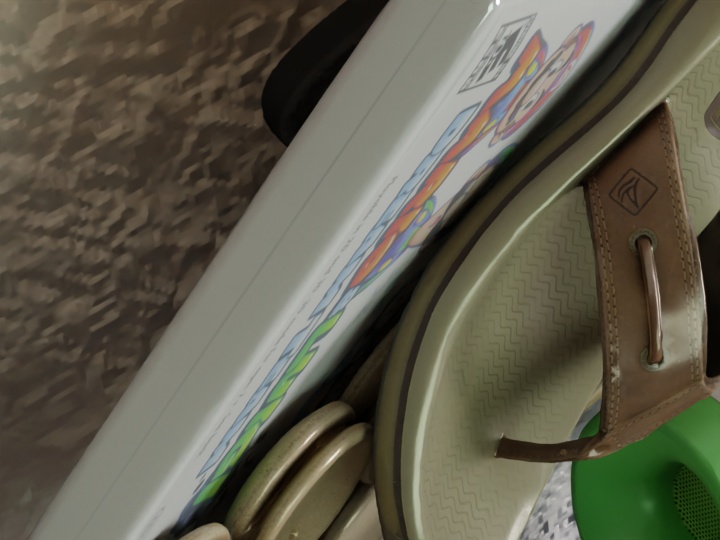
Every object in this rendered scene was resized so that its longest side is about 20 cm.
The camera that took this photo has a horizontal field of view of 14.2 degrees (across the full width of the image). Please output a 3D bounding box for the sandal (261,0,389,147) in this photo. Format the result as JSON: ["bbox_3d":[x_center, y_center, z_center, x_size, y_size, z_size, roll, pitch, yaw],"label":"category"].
[{"bbox_3d":[0.038,-0.096,0.722,0.200,0.045,0.075,-44,166,-28],"label":"sandal"}]

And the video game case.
[{"bbox_3d":[0.000,0.000,0.693,0.200,0.024,0.182,-55,169,21],"label":"video game case"}]

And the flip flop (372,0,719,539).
[{"bbox_3d":[0.075,-0.003,0.704,0.200,0.058,0.081,-50,144,-6],"label":"flip flop"}]

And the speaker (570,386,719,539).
[{"bbox_3d":[0.159,0.041,0.845,0.200,0.088,0.089,-21,135,-32],"label":"speaker"}]

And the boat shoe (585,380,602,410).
[{"bbox_3d":[0.095,-0.041,0.777,0.200,0.071,0.065,-64,176,23],"label":"boat shoe"}]

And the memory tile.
[{"bbox_3d":[-0.044,0.099,0.716,0.200,0.017,0.153,-41,162,-40],"label":"memory tile"}]
